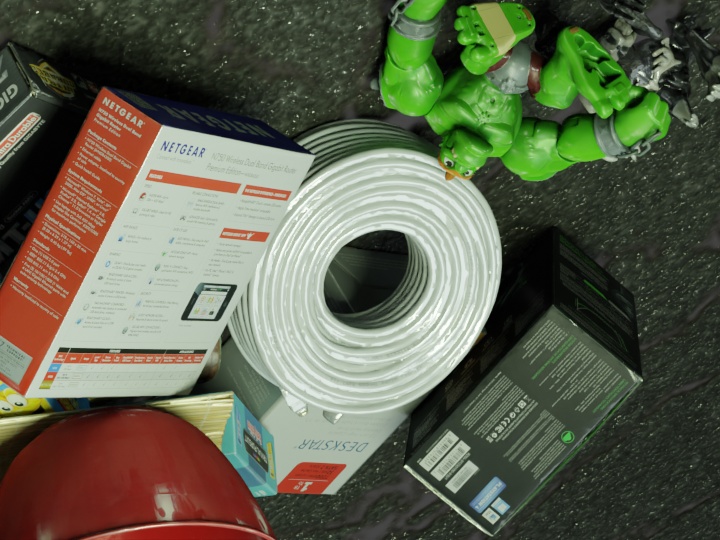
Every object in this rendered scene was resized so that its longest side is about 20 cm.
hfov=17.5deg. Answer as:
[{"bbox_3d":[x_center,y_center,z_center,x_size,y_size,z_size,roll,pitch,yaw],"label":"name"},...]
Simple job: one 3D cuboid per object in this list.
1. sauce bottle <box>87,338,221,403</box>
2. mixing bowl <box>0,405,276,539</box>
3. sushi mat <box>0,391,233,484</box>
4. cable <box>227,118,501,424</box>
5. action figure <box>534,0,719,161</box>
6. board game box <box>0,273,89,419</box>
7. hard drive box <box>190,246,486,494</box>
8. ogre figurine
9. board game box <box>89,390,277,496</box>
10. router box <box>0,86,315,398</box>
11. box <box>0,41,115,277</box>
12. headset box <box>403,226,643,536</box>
[{"bbox_3d":[-0.197,0.061,1.609,0.199,0.065,0.065,-7,144,-24],"label":"sauce bottle"},{"bbox_3d":[-0.151,0.154,1.464,0.199,0.109,0.201,-10,152,-6],"label":"mixing bowl"},{"bbox_3d":[-0.181,0.112,1.503,0.198,0.012,0.096,-6,151,-15],"label":"sushi mat"},{"bbox_3d":[0.000,0.000,1.612,0.200,0.069,0.200,-41,121,-3],"label":"cable"},{"bbox_3d":[0.199,-0.134,1.648,0.119,0.102,0.200,-41,147,13],"label":"action figure"},{"bbox_3d":[-0.290,0.092,1.493,0.199,0.056,0.196,-16,151,4],"label":"board game box"},{"bbox_3d":[-0.027,0.078,1.785,0.155,0.077,0.200,7,134,-47],"label":"hard drive box"},{"bbox_3d":[0.094,-0.120,1.546,0.199,0.099,0.120,10,148,-26],"label":"ogre figurine"},{"bbox_3d":[-0.171,0.135,1.659,0.198,0.047,0.151,-7,163,7],"label":"board game box"},{"bbox_3d":[-0.127,-0.011,1.416,0.180,0.049,0.200,-62,157,10],"label":"router box"},{"bbox_3d":[-0.213,-0.037,1.462,0.200,0.050,0.198,-42,151,17],"label":"box"},{"bbox_3d":[0.126,0.080,1.813,0.174,0.093,0.200,-48,-170,17],"label":"headset box"}]
